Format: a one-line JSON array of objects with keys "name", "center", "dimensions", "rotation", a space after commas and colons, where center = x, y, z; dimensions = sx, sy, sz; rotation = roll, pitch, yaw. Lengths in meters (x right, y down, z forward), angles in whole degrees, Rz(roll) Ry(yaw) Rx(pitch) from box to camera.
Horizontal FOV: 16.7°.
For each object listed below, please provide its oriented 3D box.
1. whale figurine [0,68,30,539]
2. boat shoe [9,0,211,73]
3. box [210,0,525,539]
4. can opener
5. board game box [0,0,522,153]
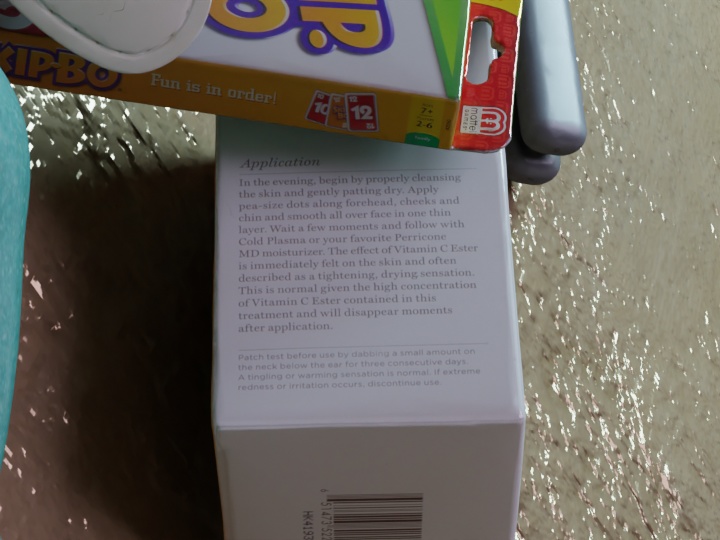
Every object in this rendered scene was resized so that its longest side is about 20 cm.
[{"name": "whale figurine", "center": [-0.125, 0.014, 0.631], "dimensions": [0.159, 0.103, 0.201], "rotation": [-15, 84, -64]}, {"name": "boat shoe", "center": [-0.111, -0.149, 0.720], "dimensions": [0.202, 0.072, 0.060], "rotation": [56, -4, -14]}, {"name": "box", "center": [0.000, 0.000, 0.831], "dimensions": [0.125, 0.097, 0.201], "rotation": [90, -1, -54]}, {"name": "can opener", "center": [0.062, -0.139, 1.181], "dimensions": [0.066, 0.053, 0.201], "rotation": [9, 58, -23]}, {"name": "board game box", "center": [-0.046, -0.090, 0.787], "dimensions": [0.030, 0.198, 0.096], "rotation": [103, -3, -46]}]
